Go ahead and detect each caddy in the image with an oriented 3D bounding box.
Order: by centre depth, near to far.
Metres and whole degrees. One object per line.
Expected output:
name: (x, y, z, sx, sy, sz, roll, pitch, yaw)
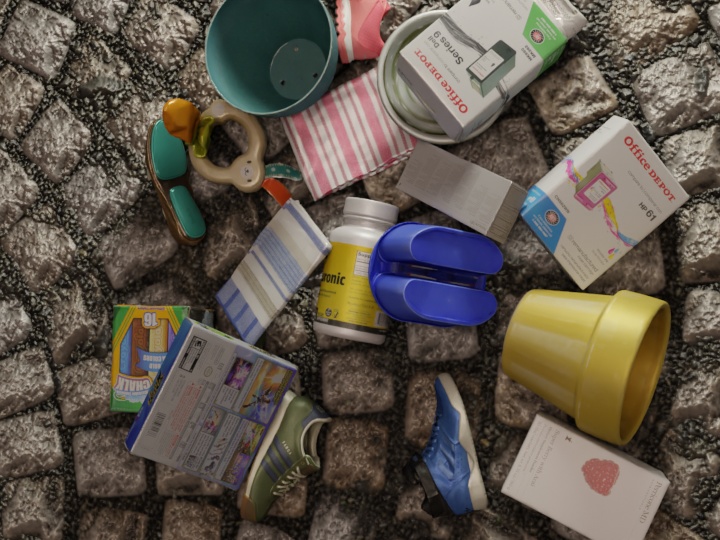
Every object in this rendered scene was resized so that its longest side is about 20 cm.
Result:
caddy: (0.107, 0.008, 1.594, 0.198, 0.105, 0.144, 10, 88, -28)

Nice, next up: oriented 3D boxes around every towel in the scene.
towel: (-0.130, 0.003, 1.666, 0.201, 0.024, 0.147, -51, 42, 9)
towel: (-0.012, -0.212, 1.696, 0.198, 0.030, 0.148, -25, 82, 8)

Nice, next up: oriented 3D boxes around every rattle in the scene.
rattle: (-0.186, -0.180, 1.679, 0.130, 0.143, 0.200, -40, 74, -12)

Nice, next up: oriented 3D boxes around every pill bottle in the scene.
pill bottle: (0.000, 0.000, 1.641, 0.110, 0.111, 0.203, 11, 88, 11)

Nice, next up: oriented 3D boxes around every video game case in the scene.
video game case: (-0.213, 0.192, 1.600, 0.180, 0.045, 0.202, 26, 92, -29)

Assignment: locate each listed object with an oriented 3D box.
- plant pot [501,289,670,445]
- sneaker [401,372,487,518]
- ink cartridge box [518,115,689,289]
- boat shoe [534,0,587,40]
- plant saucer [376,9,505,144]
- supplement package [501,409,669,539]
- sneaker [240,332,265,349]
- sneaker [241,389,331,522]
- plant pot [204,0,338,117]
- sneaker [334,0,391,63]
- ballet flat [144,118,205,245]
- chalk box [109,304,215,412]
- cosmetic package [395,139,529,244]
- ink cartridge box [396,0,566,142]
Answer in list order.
plant pot: (0.306, 0.114, 1.544, 0.187, 0.200, 0.203, 18, 90, 28)
sneaker: (0.108, 0.257, 1.621, 0.110, 0.077, 0.203, -14, 90, 0)
ink cartridge box: (0.336, -0.097, 1.577, 0.200, 0.085, 0.145, -41, 99, 5)
boat shoe: (0.260, -0.427, 1.640, 0.069, 0.071, 0.201, -34, 89, 6)
plant saucer: (0.121, -0.281, 1.655, 0.197, 0.050, 0.203, 0, 83, -1)
supplement package: (0.311, 0.294, 1.557, 0.198, 0.120, 0.123, 26, 91, 11)
sneaker: (-0.167, 0.181, 1.692, 0.089, 0.067, 0.202, 24, 84, -6)
sneaker: (-0.105, 0.286, 1.657, 0.089, 0.067, 0.203, 19, 88, 17)
plant pot: (-0.114, -0.317, 1.665, 0.197, 0.135, 0.203, -2, 84, 18)
sneaker: (0.004, -0.415, 1.696, 0.085, 0.074, 0.203, -1, 92, -1)
ballet flat: (-0.294, -0.130, 1.731, 0.072, 0.067, 0.202, -25, 85, 53)
chalk box: (-0.297, 0.155, 1.683, 0.122, 0.125, 0.203, 2, 86, 11)
cosmetic package: (0.143, -0.115, 1.601, 0.199, 0.050, 0.083, 33, 97, 44)
ink cartridge box: (0.169, -0.305, 1.591, 0.200, 0.084, 0.146, -41, 85, -6)
